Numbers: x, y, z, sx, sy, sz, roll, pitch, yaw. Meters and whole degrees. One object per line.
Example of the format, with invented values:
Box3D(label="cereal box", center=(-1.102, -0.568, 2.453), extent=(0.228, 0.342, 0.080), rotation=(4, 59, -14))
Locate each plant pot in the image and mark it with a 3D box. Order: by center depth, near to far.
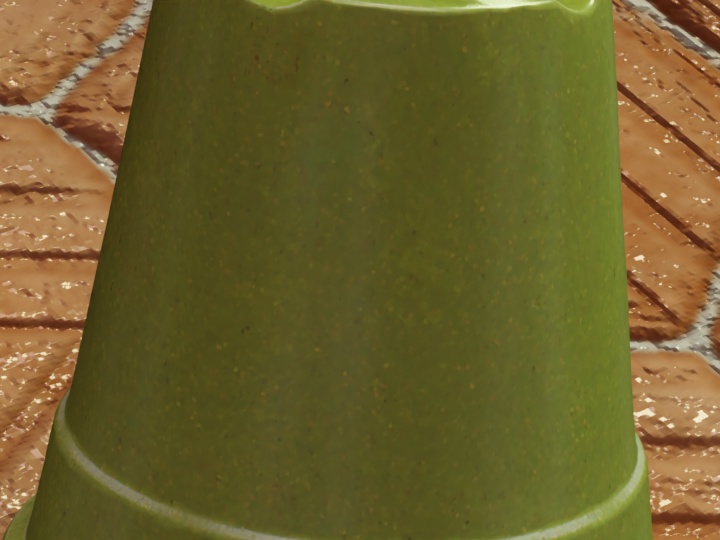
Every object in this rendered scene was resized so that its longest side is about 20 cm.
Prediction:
Box3D(label="plant pot", center=(0.000, 0.000, 0.837), extent=(0.198, 0.191, 0.200), rotation=(3, 20, -1))
